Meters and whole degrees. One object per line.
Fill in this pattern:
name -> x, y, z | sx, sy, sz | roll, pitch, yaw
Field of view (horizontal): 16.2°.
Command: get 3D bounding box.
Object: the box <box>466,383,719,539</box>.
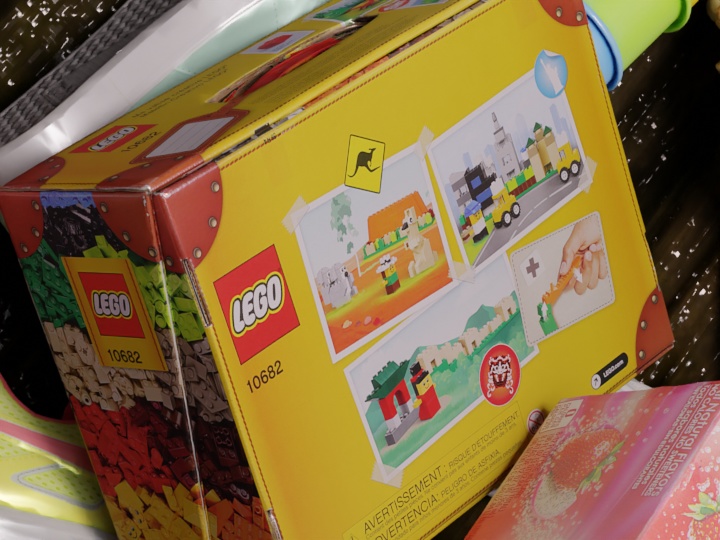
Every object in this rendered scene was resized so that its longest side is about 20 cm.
box -> 0.065, 0.140, 0.746 | 0.103, 0.094, 0.200 | 47, 62, -17

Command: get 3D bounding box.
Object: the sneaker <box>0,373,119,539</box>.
sneaker -> -0.071, 0.079, 0.853 | 0.199, 0.078, 0.091 | 21, 61, -37

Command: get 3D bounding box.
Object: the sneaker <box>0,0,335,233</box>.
sneaker -> -0.036, -0.048, 0.878 | 0.200, 0.074, 0.119 | -43, 113, -28

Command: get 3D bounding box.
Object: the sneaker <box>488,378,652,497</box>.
sneaker -> 0.104, 0.069, 0.952 | 0.199, 0.081, 0.076 | 31, 75, -24

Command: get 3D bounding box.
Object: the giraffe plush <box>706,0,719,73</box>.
giraffe plush -> 0.216, -0.054, 0.975 | 0.161, 0.173, 0.202 | -2, 101, -6

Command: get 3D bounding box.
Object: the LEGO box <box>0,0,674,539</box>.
LEGO box -> 0.000, 0.000, 0.811 | 0.200, 0.077, 0.150 | -33, 114, -39

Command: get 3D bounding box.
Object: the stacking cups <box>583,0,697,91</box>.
stacking cups -> 0.069, -0.073, 0.949 | 0.200, 0.060, 0.061 | -48, 111, -21
